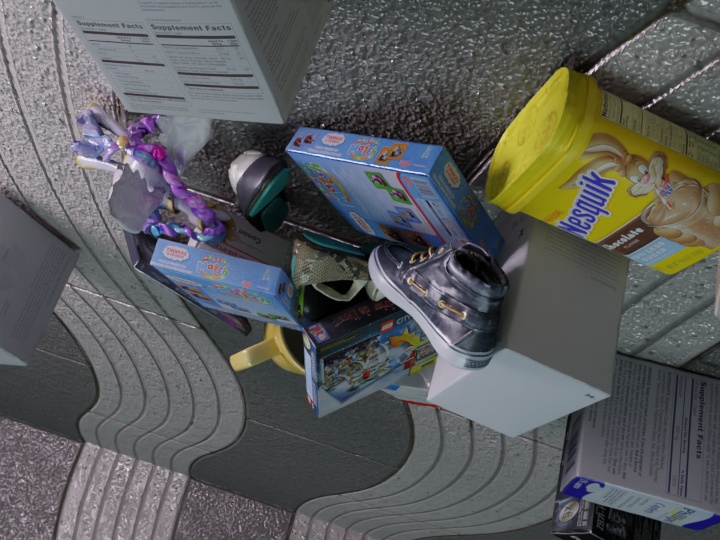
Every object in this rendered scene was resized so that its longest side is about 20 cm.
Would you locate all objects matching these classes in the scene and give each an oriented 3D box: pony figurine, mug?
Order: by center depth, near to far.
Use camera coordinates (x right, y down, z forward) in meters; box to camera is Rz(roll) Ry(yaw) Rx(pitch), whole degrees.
[{"bbox_3d":[-0.232,-0.112,0.893,0.198,0.168,0.194,27,161,24],"label":"pony figurine"},{"bbox_3d":[-0.088,0.082,1.152,0.183,0.153,0.153,13,165,-22],"label":"mug"}]

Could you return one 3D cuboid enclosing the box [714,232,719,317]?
[{"bbox_3d":[0.298,-0.073,0.559,0.076,0.203,0.095,5,151,21],"label":"box"}]

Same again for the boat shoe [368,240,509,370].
[{"bbox_3d":[0.077,0.002,0.777,0.069,0.200,0.093,-1,120,-31],"label":"boat shoe"}]

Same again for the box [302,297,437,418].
[{"bbox_3d":[0.023,0.093,1.012,0.038,0.197,0.138,50,152,39],"label":"box"}]

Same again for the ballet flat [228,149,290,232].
[{"bbox_3d":[-0.119,-0.093,0.901,0.072,0.075,0.200,18,169,-1],"label":"ballet flat"}]

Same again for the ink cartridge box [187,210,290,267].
[{"bbox_3d":[-0.166,-0.020,1.053,0.115,0.069,0.199,25,163,-15],"label":"ink cartridge box"}]

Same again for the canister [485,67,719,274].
[{"bbox_3d":[0.232,-0.081,0.715,0.196,0.088,0.149,21,153,-10],"label":"canister"}]

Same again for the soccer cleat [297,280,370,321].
[{"bbox_3d":[-0.020,0.023,1.010,0.079,0.069,0.200,5,-172,17],"label":"soccer cleat"}]

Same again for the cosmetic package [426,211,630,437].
[{"bbox_3d":[0.178,0.046,0.854,0.121,0.203,0.200,21,152,-9],"label":"cosmetic package"}]

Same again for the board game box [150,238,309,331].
[{"bbox_3d":[-0.148,0.023,0.963,0.148,0.037,0.200,13,167,9],"label":"board game box"}]

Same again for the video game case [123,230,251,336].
[{"bbox_3d":[-0.253,0.012,1.162,0.199,0.019,0.143,38,-174,-32],"label":"video game case"}]

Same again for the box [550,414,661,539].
[{"bbox_3d":[0.402,0.349,1.278,0.162,0.204,0.086,30,151,-25],"label":"box"}]

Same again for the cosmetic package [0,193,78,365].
[{"bbox_3d":[-0.576,0.009,1.226,0.121,0.203,0.200,-1,147,31],"label":"cosmetic package"}]

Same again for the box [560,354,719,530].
[{"bbox_3d":[0.389,0.230,1.084,0.196,0.187,0.106,14,152,8],"label":"box"}]

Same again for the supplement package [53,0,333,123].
[{"bbox_3d":[-0.124,-0.234,0.569,0.147,0.154,0.201,8,152,20],"label":"supplement package"}]

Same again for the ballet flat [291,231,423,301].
[{"bbox_3d":[0.000,0.000,0.944,0.197,0.077,0.068,4,-159,-37],"label":"ballet flat"}]

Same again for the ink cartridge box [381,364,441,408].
[{"bbox_3d":[0.100,0.169,1.250,0.114,0.069,0.200,4,163,27],"label":"ink cartridge box"}]

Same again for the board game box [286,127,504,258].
[{"bbox_3d":[0.034,-0.078,0.822,0.198,0.037,0.151,16,158,42],"label":"board game box"}]
